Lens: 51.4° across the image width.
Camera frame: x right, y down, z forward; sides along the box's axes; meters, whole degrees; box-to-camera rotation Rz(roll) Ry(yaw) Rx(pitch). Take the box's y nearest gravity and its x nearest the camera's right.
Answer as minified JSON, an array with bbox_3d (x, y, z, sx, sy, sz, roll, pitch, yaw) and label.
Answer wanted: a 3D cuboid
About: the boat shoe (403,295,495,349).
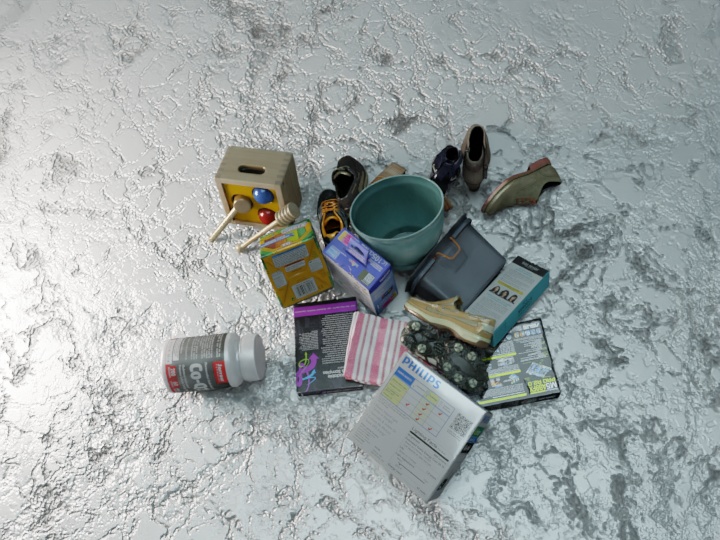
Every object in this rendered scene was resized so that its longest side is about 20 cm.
[{"bbox_3d":[0.181,0.085,1.496,0.198,0.071,0.077,24,93,28],"label":"boat shoe"}]

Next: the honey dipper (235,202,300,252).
[{"bbox_3d":[-0.214,-0.091,1.676,0.199,0.038,0.038,-29,58,34],"label":"honey dipper"}]

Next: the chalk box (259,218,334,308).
[{"bbox_3d":[-0.142,-0.025,1.616,0.123,0.125,0.200,-22,20,-2],"label":"chalk box"}]

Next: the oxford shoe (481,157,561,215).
[{"bbox_3d":[0.360,-0.174,1.667,0.199,0.071,0.075,-34,71,-7],"label":"oxford shoe"}]

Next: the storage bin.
[{"bbox_3d":[0.209,0.000,1.578,0.134,0.146,0.200,39,76,11],"label":"storage bin"}]

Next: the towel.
[{"bbox_3d":[0.071,0.171,1.551,0.197,0.030,0.148,11,68,-1],"label":"towel"}]

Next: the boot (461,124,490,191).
[{"bbox_3d":[0.262,-0.280,1.684,0.069,0.147,0.203,0,66,7],"label":"boot"}]

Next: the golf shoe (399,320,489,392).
[{"bbox_3d":[0.170,0.170,1.495,0.199,0.088,0.078,36,81,11],"label":"golf shoe"}]

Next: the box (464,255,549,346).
[{"bbox_3d":[0.302,0.061,1.547,0.082,0.050,0.200,30,60,34],"label":"box"}]

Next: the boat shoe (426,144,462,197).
[{"bbox_3d":[0.200,-0.242,1.659,0.074,0.093,0.201,25,35,-3],"label":"boat shoe"}]

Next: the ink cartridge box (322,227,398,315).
[{"bbox_3d":[0.000,0.000,1.561,0.136,0.200,0.076,39,80,20],"label":"ink cartridge box"}]

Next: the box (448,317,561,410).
[{"bbox_3d":[0.290,0.195,1.522,0.197,0.044,0.162,-12,65,3],"label":"box"}]

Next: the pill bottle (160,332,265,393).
[{"bbox_3d":[-0.307,0.191,1.568,0.197,0.114,0.115,-7,65,5],"label":"pill bottle"}]

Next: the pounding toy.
[{"bbox_3d":[-0.252,-0.162,1.698,0.197,0.185,0.144,8,55,11],"label":"pounding toy"}]

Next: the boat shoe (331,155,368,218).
[{"bbox_3d":[-0.025,-0.207,1.702,0.074,0.073,0.201,-28,41,14],"label":"boat shoe"}]

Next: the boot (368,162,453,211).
[{"bbox_3d":[0.096,-0.141,1.690,0.199,0.074,0.155,31,74,29],"label":"boot"}]

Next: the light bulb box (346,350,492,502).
[{"bbox_3d":[0.117,0.297,1.431,0.197,0.125,0.201,35,89,20],"label":"light bulb box"}]

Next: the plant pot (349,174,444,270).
[{"bbox_3d":[0.088,-0.087,1.584,0.197,0.135,0.202,-9,45,9],"label":"plant pot"}]

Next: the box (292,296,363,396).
[{"bbox_3d":[-0.070,0.161,1.592,0.141,0.036,0.203,-6,64,4],"label":"box"}]

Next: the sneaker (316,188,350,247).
[{"bbox_3d":[-0.061,-0.117,1.686,0.077,0.078,0.202,-17,52,3],"label":"sneaker"}]
